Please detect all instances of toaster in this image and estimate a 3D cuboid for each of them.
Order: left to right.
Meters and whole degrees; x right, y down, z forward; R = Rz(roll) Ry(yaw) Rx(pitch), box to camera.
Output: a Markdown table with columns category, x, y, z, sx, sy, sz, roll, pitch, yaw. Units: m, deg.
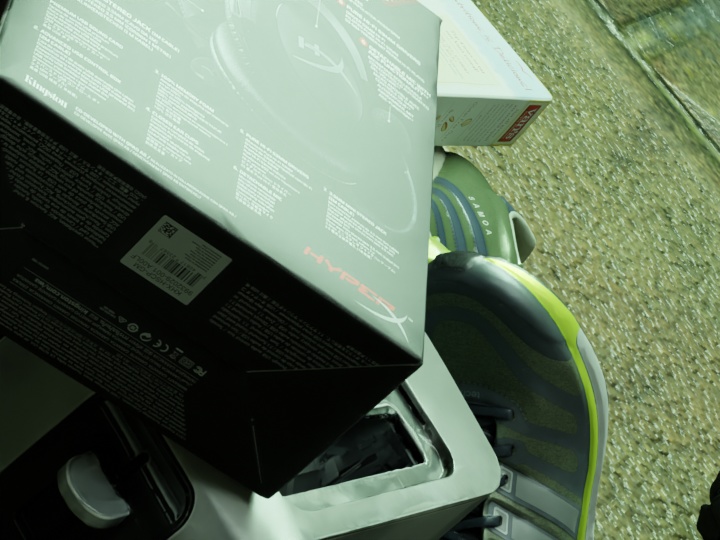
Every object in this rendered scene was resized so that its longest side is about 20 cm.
| category | x | y | z | sx | sy | sz | roll | pitch | yaw |
| --- | --- | --- | --- | --- | --- | --- | --- | --- | --- |
| toaster | -0.067 | 0.045 | 0.778 | 0.200 | 0.119 | 0.181 | -4 | 58 | -57 |

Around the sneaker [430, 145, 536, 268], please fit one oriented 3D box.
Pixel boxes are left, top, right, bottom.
| category | x | y | z | sx | sy | sz | roll | pitch | yaw |
| --- | --- | --- | --- | --- | --- | --- | --- | --- | --- |
| sneaker | 0.036 | 0.005 | 1.027 | 0.090 | 0.067 | 0.200 | 38 | 26 | -8 |

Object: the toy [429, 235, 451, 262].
| category | x | y | z | sx | sy | sz | roll | pitch | yaw |
| --- | --- | --- | --- | --- | --- | --- | --- | --- | --- |
| toy | 0.000 | 0.000 | 0.899 | 0.115 | 0.047 | 0.200 | -19 | 92 | -41 |

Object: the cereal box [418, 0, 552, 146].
| category | x | y | z | sx | sy | sz | roll | pitch | yaw |
| --- | --- | --- | --- | --- | --- | --- | --- | --- | --- |
| cereal box | -0.015 | -0.117 | 1.048 | 0.200 | 0.040 | 0.144 | -2 | 49 | -55 |

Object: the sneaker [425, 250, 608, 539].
| category | x | y | z | sx | sy | sz | roll | pitch | yaw |
| --- | --- | --- | --- | --- | --- | --- | --- | --- | --- |
| sneaker | 0.047 | 0.091 | 0.857 | 0.081 | 0.074 | 0.200 | -31 | 116 | -53 |

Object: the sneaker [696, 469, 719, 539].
| category | x | y | z | sx | sy | sz | roll | pitch | yaw |
| --- | --- | --- | --- | --- | --- | --- | --- | --- | --- |
| sneaker | 0.185 | 0.133 | 1.066 | 0.200 | 0.077 | 0.111 | 3 | 57 | -59 |

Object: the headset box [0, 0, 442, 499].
| category | x | y | z | sx | sy | sz | roll | pitch | yaw |
| --- | --- | --- | --- | --- | --- | --- | --- | --- | --- |
| headset box | -0.055 | -0.053 | 0.709 | 0.149 | 0.077 | 0.200 | 34 | 32 | -22 |
